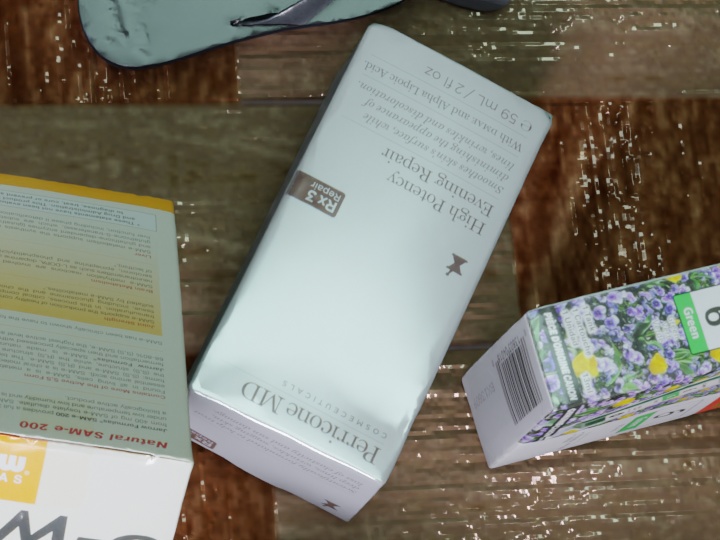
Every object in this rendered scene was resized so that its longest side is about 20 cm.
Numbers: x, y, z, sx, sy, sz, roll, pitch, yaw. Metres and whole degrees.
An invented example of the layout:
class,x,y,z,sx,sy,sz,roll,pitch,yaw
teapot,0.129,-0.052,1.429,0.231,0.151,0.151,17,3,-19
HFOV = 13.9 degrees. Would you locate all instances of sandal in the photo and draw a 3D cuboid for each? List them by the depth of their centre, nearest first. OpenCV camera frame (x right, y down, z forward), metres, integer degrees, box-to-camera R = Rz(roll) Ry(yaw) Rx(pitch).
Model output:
class,x,y,z,sx,sy,sz,roll,pitch,yaw
sandal,-0.034,-0.144,1.375,0.199,0.043,0.076,-24,90,-6

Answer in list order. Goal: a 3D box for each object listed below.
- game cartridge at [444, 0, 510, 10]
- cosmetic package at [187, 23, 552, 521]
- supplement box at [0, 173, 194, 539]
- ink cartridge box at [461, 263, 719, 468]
class,x,y,z,sx,sy,sz,roll,pitch,yaw
game cartridge,0.009,-0.218,1.438,0.199,0.040,0.134,33,65,-2
cosmetic package,0.000,0.000,1.348,0.101,0.074,0.201,26,68,-5
supplement box,-0.141,0.042,1.243,0.125,0.074,0.200,9,31,-11
ink cartridge box,0.156,0.034,1.356,0.199,0.109,0.051,-13,76,-17
